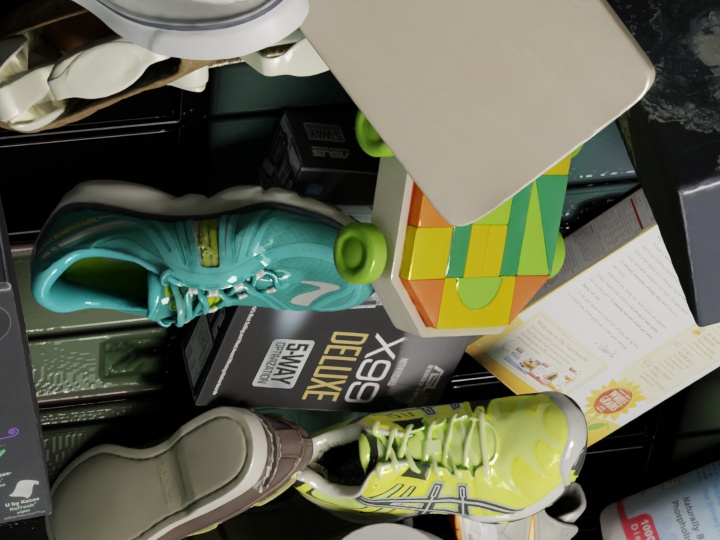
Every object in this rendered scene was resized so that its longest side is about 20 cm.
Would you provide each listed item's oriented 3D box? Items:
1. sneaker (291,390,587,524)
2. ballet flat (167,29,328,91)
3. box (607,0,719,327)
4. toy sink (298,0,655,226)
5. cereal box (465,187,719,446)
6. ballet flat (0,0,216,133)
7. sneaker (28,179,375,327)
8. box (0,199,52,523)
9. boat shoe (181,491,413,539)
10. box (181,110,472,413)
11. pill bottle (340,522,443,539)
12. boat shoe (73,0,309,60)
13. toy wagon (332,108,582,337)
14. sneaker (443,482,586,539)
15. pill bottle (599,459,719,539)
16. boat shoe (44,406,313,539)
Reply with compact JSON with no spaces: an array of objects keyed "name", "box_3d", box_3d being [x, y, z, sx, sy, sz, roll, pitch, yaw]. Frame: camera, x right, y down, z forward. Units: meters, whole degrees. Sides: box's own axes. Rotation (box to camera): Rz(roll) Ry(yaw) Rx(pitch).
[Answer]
[{"name":"sneaker","box_3d":[0.043,0.115,1.705,0.199,0.076,0.076,-16,162,32]},{"name":"ballet flat","box_3d":[-0.062,-0.128,1.490,0.199,0.076,0.068,-9,140,-8]},{"name":"box","box_3d":[0.237,-0.102,1.526,0.196,0.201,0.118,-17,139,0]},{"name":"toy sink","box_3d":[0.048,-0.145,1.412,0.130,0.112,0.200,-37,92,22]},{"name":"cereal box","box_3d":[0.176,0.018,1.758,0.200,0.040,0.144,-33,134,17]},{"name":"ballet flat","box_3d":[-0.142,-0.103,1.444,0.199,0.072,0.068,-12,112,38]},{"name":"sneaker","box_3d":[-0.085,0.003,1.572,0.199,0.080,0.078,2,127,15]},{"name":"box","box_3d":[-0.236,0.039,1.581,0.105,0.123,0.201,-10,139,-7]},{"name":"boat shoe","box_3d":[-0.061,0.190,1.844,0.199,0.075,0.069,-15,134,-3]},{"name":"box","box_3d":[0.000,0.000,1.672,0.157,0.050,0.200,5,135,-24]},{"name":"pill bottle","box_3d":[0.025,0.224,1.785,0.112,0.113,0.200,-17,158,0]},{"name":"boat shoe","box_3d":[-0.107,-0.161,1.370,0.072,0.200,0.066,-40,136,-21]},{"name":"toy wagon","box_3d":[0.061,-0.065,1.547,0.155,0.039,0.201,-1,105,-45]},{"name":"sneaker","box_3d":[0.110,0.182,1.897,0.092,0.076,0.200,-20,140,-3]},{"name":"pill bottle","box_3d":[0.267,0.172,1.908,0.199,0.109,0.109,-23,139,7]},{"name":"boat shoe","box_3d":[-0.113,0.131,1.746,0.059,0.072,0.200,6,156,-46]}]
